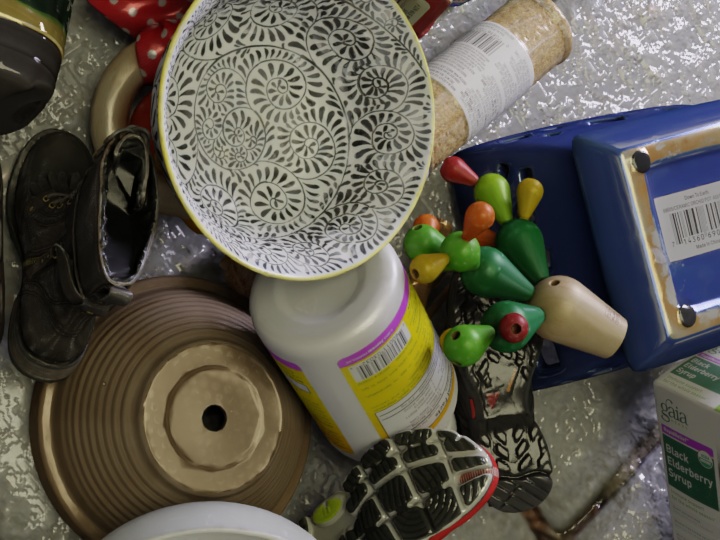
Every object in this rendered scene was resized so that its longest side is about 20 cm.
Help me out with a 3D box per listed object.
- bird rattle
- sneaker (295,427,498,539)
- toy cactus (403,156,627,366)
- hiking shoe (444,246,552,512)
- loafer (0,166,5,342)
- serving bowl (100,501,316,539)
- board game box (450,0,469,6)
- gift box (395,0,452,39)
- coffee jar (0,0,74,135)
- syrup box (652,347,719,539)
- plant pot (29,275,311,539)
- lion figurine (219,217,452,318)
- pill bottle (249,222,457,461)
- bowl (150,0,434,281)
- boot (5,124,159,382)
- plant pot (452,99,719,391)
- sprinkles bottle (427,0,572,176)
[{"bbox_3d":[-0.115,-0.120,1.062,0.200,0.113,0.163,38,85,-15],"label":"bird rattle"},{"bbox_3d":[0.025,0.171,1.055,0.085,0.200,0.077,14,48,-44],"label":"sneaker"},{"bbox_3d":[0.108,0.001,1.046,0.165,0.200,0.102,27,117,-11],"label":"toy cactus"},{"bbox_3d":[0.091,0.077,1.139,0.075,0.101,0.201,0,82,-13],"label":"hiking shoe"},{"bbox_3d":[-0.258,-0.039,0.996,0.072,0.063,0.201,-7,87,-27],"label":"loafer"},{"bbox_3d":[-0.103,0.222,1.004,0.199,0.066,0.201,-5,123,-7],"label":"serving bowl"},{"bbox_3d":[-0.010,-0.274,1.159,0.199,0.045,0.153,-7,87,-28],"label":"board game box"},{"bbox_3d":[0.031,-0.258,1.054,0.200,0.184,0.187,38,72,-12],"label":"gift box"},{"bbox_3d":[-0.224,-0.188,0.987,0.085,0.104,0.201,20,63,-24],"label":"coffee jar"},{"bbox_3d":[0.290,0.164,1.196,0.081,0.079,0.201,-28,120,-26],"label":"syrup box"},{"bbox_3d":[-0.113,0.101,1.036,0.200,0.093,0.202,3,83,-27],"label":"plant pot"},{"bbox_3d":[0.000,0.000,1.113,0.200,0.072,0.123,32,70,-21],"label":"lion figurine"},{"bbox_3d":[0.005,0.064,1.051,0.104,0.104,0.200,-55,145,-21],"label":"pill bottle"},{"bbox_3d":[-0.059,-0.096,0.969,0.200,0.094,0.202,-3,95,-35],"label":"bowl"},{"bbox_3d":[-0.166,-0.038,0.963,0.069,0.174,0.201,9,58,-25],"label":"boot"},{"bbox_3d":[0.211,-0.025,1.164,0.199,0.180,0.201,-15,92,-28],"label":"plant pot"},{"bbox_3d":[0.076,-0.135,1.171,0.200,0.068,0.068,-41,102,-25],"label":"sprinkles bottle"}]
